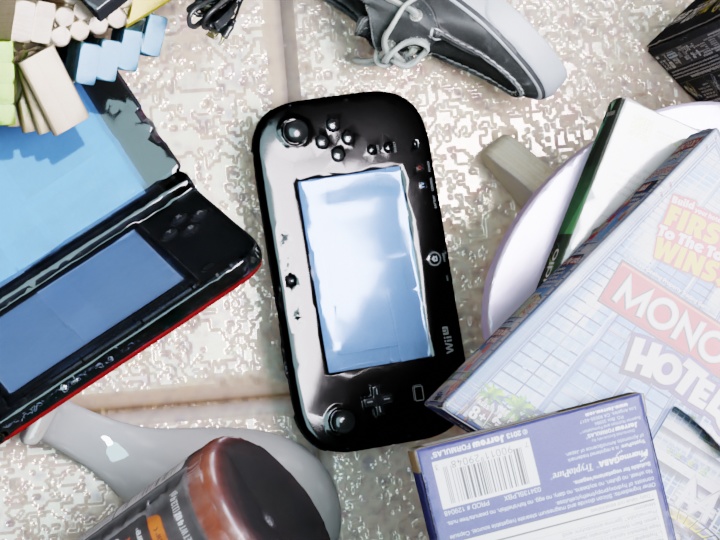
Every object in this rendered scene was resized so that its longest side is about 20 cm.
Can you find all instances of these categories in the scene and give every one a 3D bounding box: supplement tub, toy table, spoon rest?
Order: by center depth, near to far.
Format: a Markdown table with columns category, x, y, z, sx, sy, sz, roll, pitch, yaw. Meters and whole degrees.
| category | x | y | z | sx | sy | sz | roll | pitch | yaw |
| --- | --- | --- | --- | --- | --- | --- | --- | --- | --- |
| supplement tub | -0.116 | 0.183 | 1.602 | 0.200 | 0.107 | 0.107 | -37 | 93 | 20 |
| spoon rest | -0.100 | 0.117 | 1.669 | 0.200 | 0.061 | 0.099 | 30 | 83 | -20 |
| toy table | 0.146 | -0.007 | 1.679 | 0.200 | 0.117 | 0.184 | -30 | 92 | -9 |

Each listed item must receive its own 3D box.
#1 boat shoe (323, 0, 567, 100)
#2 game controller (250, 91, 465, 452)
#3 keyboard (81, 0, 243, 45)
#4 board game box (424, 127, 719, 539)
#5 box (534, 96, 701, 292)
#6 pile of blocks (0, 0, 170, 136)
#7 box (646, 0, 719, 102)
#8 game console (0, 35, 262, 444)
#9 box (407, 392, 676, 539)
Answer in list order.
| category | x | y | z | sx | sy | sz | roll | pitch | yaw |
| --- | --- | --- | --- | --- | --- | --- | --- | --- | --- |
| boat shoe | 0.021 | -0.146 | 1.688 | 0.199 | 0.074 | 0.068 | 36 | 77 | -5 |
| game controller | 0.000 | 0.000 | 1.693 | 0.104 | 0.042 | 0.200 | -9 | 89 | -10 |
| keyboard | -0.076 | -0.207 | 1.636 | 0.200 | 0.021 | 0.127 | -41 | 94 | -14 |
| board game box | 0.171 | 0.038 | 1.558 | 0.200 | 0.062 | 0.200 | 32 | 85 | -6 |
| box | 0.166 | 0.026 | 1.607 | 0.144 | 0.036 | 0.200 | 23 | 84 | -7 |
| pile of blocks | -0.170 | -0.125 | 1.654 | 0.200 | 0.062 | 0.082 | -28 | 105 | -17 |
| box | 0.249 | -0.090 | 1.659 | 0.049 | 0.200 | 0.161 | -43 | 93 | -8 |
| game console | -0.183 | -0.018 | 1.629 | 0.200 | 0.172 | 0.119 | -34 | 119 | -10 |
| box | 0.105 | 0.172 | 1.499 | 0.121 | 0.032 | 0.200 | -13 | 89 | -8 |
